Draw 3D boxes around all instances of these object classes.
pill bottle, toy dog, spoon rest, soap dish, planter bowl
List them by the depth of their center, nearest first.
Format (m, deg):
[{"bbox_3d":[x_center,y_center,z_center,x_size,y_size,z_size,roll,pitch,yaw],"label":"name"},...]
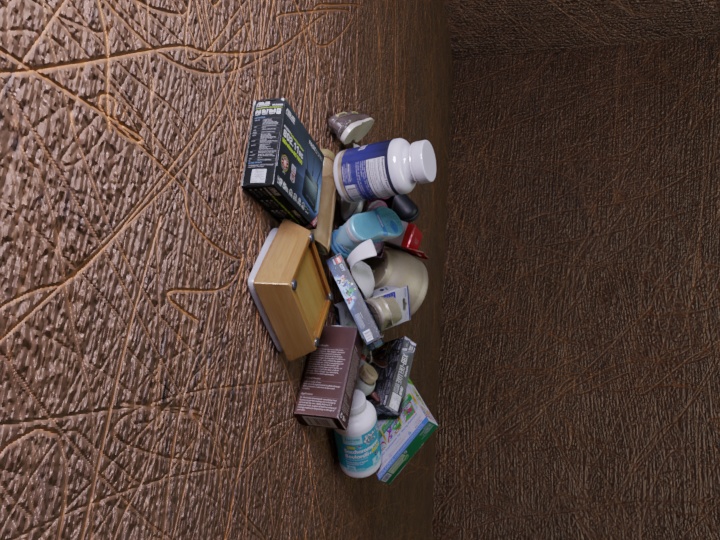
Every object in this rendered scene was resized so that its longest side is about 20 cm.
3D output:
[{"bbox_3d":[-0.116,0.036,0.949,0.159,0.079,0.203,-73,156,-43],"label":"soap dish"},{"bbox_3d":[0.051,-0.209,1.105,0.110,0.196,0.114,17,71,-60],"label":"pill bottle"},{"bbox_3d":[0.000,0.000,1.212,0.201,0.059,0.101,94,-21,-63],"label":"spoon rest"},{"bbox_3d":[-0.010,0.386,1.283,0.111,0.108,0.204,-62,148,-57],"label":"pill bottle"},{"bbox_3d":[0.023,0.269,1.383,0.096,0.132,0.201,42,40,-9],"label":"toy dog"},{"bbox_3d":[0.063,0.023,1.425,0.134,0.197,0.204,35,54,-41],"label":"planter bowl"}]

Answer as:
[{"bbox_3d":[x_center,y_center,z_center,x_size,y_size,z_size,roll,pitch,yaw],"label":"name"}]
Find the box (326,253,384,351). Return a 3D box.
[{"bbox_3d":[-0.009,0.074,1.186,0.203,0.037,0.137,63,-1,14],"label":"box"}]

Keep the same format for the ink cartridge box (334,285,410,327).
[{"bbox_3d":[0.032,0.104,1.321,0.039,0.196,0.102,30,-48,57],"label":"ink cartridge box"}]

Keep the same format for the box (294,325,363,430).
[{"bbox_3d":[-0.062,0.220,1.115,0.076,0.098,0.204,68,29,-53],"label":"box"}]

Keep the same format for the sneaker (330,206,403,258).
[{"bbox_3d":[0.003,-0.084,1.239,0.198,0.130,0.081,-10,74,-50],"label":"sneaker"}]

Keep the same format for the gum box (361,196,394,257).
[{"bbox_3d":[0.034,-0.149,1.333,0.114,0.065,0.205,-121,-139,-71],"label":"gum box"}]

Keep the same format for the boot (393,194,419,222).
[{"bbox_3d":[0.070,-0.233,1.442,0.076,0.200,0.169,-40,149,-10],"label":"boot"}]

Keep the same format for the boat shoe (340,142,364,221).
[{"bbox_3d":[-0.026,-0.218,1.299,0.069,0.070,0.205,28,65,-41],"label":"boat shoe"}]

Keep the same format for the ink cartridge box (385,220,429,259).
[{"bbox_3d":[0.097,-0.097,1.458,0.069,0.196,0.116,-70,162,-3],"label":"ink cartridge box"}]

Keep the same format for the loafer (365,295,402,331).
[{"bbox_3d":[0.057,0.090,1.207,0.077,0.067,0.200,63,-2,9],"label":"loafer"}]

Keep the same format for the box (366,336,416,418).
[{"bbox_3d":[0.062,0.288,1.425,0.049,0.157,0.203,33,55,-23],"label":"box"}]

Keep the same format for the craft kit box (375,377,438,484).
[{"bbox_3d":[0.087,0.399,1.377,0.048,0.201,0.198,31,13,-33],"label":"craft kit box"}]

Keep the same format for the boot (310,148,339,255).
[{"bbox_3d":[-0.069,-0.129,1.144,0.175,0.065,0.205,37,54,-56],"label":"boot"}]

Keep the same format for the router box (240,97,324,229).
[{"bbox_3d":[-0.127,-0.176,0.930,0.200,0.061,0.154,46,46,-68],"label":"router box"}]

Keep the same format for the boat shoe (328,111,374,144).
[{"bbox_3d":[-0.021,-0.349,1.286,0.072,0.059,0.200,-52,177,26],"label":"boat shoe"}]
